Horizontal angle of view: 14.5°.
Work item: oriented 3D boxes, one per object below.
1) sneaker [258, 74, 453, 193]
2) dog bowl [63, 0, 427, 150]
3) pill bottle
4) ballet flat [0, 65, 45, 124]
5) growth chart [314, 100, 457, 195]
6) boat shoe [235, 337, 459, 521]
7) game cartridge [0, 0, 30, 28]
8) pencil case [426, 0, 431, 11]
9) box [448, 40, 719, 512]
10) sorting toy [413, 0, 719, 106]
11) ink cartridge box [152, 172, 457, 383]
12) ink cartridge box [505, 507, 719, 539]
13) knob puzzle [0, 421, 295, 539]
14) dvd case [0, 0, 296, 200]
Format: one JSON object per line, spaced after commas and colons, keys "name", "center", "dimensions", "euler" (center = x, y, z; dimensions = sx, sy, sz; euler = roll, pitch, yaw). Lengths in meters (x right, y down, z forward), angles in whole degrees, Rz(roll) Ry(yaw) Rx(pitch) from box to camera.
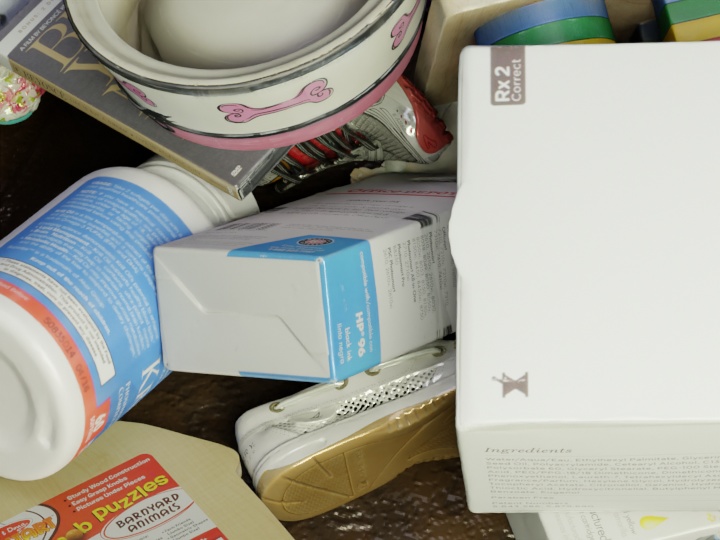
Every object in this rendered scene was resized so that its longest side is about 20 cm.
{"name": "sneaker", "center": [-0.027, -0.076, 1.585], "dimensions": [0.199, 0.078, 0.082], "euler": [7, 58, 49]}
{"name": "dog bowl", "center": [-0.054, -0.149, 1.504], "dimensions": [0.199, 0.074, 0.201], "euler": [-8, 51, 10]}
{"name": "pill bottle", "center": [-0.137, 0.014, 1.494], "dimensions": [0.112, 0.113, 0.200], "euler": [26, 42, 21]}
{"name": "ballet flat", "center": [-0.222, -0.177, 1.702], "dimensions": [0.075, 0.064, 0.201], "euler": [-7, 50, -3]}
{"name": "growth chart", "center": [0.089, -0.059, 1.596], "dimensions": [0.200, 0.018, 0.145], "euler": [-43, 68, -14]}
{"name": "boat shoe", "center": [0.028, 0.061, 1.490], "dimensions": [0.199, 0.071, 0.069], "euler": [-19, 53, -15]}
{"name": "game cartridge", "center": [-0.129, -0.201, 1.656], "dimensions": [0.199, 0.134, 0.040], "euler": [-3, 13, -23]}
{"name": "pencil case", "center": [-0.005, -0.247, 1.716], "dimensions": [0.085, 0.092, 0.201], "euler": [5, 60, -49]}
{"name": "box", "center": [0.145, 0.004, 1.373], "dimensions": [0.199, 0.131, 0.200], "euler": [-1, 67, 5]}
{"name": "sorting toy", "center": [0.137, -0.115, 1.508], "dimensions": [0.198, 0.200, 0.070], "euler": [-13, 81, -5]}
{"name": "ink cartridge box", "center": [0.000, 0.000, 1.487], "dimensions": [0.116, 0.068, 0.200], "euler": [4, 15, 38]}
{"name": "ink cartridge box", "center": [0.176, 0.101, 1.458], "dimensions": [0.199, 0.068, 0.115], "euler": [-12, 51, -11]}
{"name": "knob puzzle", "center": [-0.145, 0.144, 1.436], "dimensions": [0.218, 0.031, 0.220], "euler": [-6, 38, 4]}
{"name": "dvd case", "center": [-0.090, -0.132, 1.558], "dimensions": [0.200, 0.016, 0.149], "euler": [29, 66, 33]}
